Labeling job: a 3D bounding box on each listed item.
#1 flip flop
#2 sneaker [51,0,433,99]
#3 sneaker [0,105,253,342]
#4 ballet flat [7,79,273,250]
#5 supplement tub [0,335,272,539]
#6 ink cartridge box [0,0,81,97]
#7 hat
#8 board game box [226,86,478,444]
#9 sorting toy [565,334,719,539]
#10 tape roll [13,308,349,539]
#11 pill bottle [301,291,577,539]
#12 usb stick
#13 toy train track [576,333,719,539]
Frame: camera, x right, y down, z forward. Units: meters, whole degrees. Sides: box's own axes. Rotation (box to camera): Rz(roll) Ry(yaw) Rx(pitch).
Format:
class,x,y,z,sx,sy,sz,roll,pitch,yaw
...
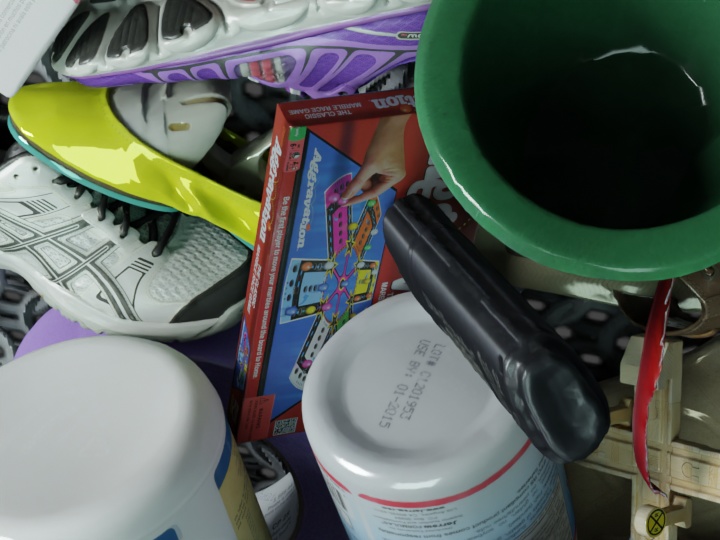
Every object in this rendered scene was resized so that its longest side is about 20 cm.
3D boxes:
class,x,y,z,sx,sy,sz,roll,pitch,yaw
flip flop,0.139,0.000,0.859,0.200,0.058,0.081,6,135,13
sneaker,-0.039,-0.097,0.812,0.200,0.081,0.083,-4,138,21
sneaker,-0.138,-0.031,0.909,0.200,0.076,0.088,17,136,1
ballet flat,-0.062,-0.051,0.879,0.200,0.067,0.067,28,122,-17
supplement tub,-0.113,0.147,0.913,0.145,0.145,0.200,-1,129,20
ink cartridge box,-0.184,-0.186,0.766,0.200,0.083,0.147,32,135,-14
hat,0.109,-0.046,0.799,0.166,0.200,0.176,31,170,16
board game box,0.000,0.000,0.863,0.103,0.019,0.200,-10,138,-21
sorting toy,0.155,0.121,0.995,0.200,0.036,0.185,-25,121,31
tape roll,-0.095,0.098,1.007,0.200,0.066,0.200,3,130,3
pill bottle,0.045,0.108,0.903,0.109,0.109,0.200,2,143,16
usb stick,0.049,0.017,0.744,0.033,0.200,0.055,-29,111,-2
toy train track,0.127,0.130,0.875,0.115,0.033,0.200,10,104,49
